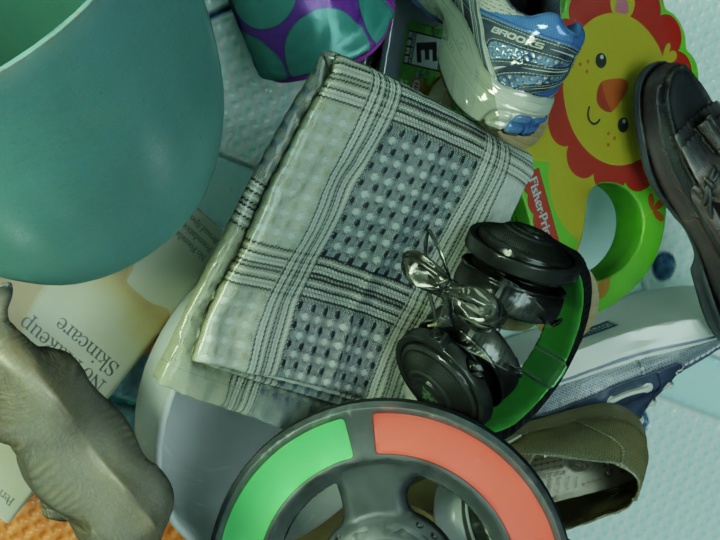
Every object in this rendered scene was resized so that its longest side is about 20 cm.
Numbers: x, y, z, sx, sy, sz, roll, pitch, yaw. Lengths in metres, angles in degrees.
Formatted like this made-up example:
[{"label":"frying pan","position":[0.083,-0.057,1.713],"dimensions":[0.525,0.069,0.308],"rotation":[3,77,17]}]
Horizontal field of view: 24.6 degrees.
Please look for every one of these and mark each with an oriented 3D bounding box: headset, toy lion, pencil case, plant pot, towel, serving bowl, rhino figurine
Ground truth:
[{"label":"headset","position":[0.078,0.033,0.899],"dimensions":[0.124,0.094,0.200],"rotation":[-58,145,-3]},{"label":"toy lion","position":[0.145,-0.080,1.045],"dimensions":[0.192,0.069,0.200],"rotation":[-27,109,-32]},{"label":"pencil case","position":[-0.050,-0.213,0.940],"dimensions":[0.092,0.085,0.200],"rotation":[-24,108,-7]},{"label":"plant pot","position":[-0.157,-0.089,0.786],"dimensions":[0.201,0.200,0.161],"rotation":[-44,138,-17]},{"label":"towel","position":[0.000,0.000,0.893],"dimensions":[0.192,0.035,0.200],"rotation":[21,99,-50]},{"label":"serving bowl","position":[-0.054,0.062,0.955],"dimensions":[0.200,0.066,0.200],"rotation":[-26,131,-34]},{"label":"rhino figurine","position":[-0.162,0.068,0.829],"dimensions":[0.060,0.087,0.200],"rotation":[-42,116,-19]}]

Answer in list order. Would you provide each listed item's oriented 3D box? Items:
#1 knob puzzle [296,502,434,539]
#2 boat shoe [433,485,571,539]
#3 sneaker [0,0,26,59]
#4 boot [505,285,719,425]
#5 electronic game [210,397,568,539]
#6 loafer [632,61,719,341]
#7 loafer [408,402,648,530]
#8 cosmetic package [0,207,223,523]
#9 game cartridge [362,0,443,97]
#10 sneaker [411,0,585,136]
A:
[{"label":"knob puzzle","position":[0.017,0.241,1.027],"dimensions":[0.219,0.030,0.220],"rotation":[0,92,1]},{"label":"boat shoe","position":[0.115,0.185,0.988],"dimensions":[0.200,0.064,0.071],"rotation":[48,34,-33]},{"label":"sneaker","position":[-0.243,-0.172,0.847],"dimensions":[0.200,0.075,0.116],"rotation":[45,77,-26]},{"label":"boot","position":[0.177,0.074,1.117],"dimensions":[0.200,0.073,0.090],"rotation":[-14,110,-18]},{"label":"electronic game","position":[0.015,0.168,0.895],"dimensions":[0.200,0.042,0.200],"rotation":[1,96,7]},{"label":"loafer","position":[0.235,-0.043,1.048],"dimensions":[0.072,0.063,0.200],"rotation":[-36,112,-33]},{"label":"loafer","position":[0.089,0.139,1.039],"dimensions":[0.200,0.067,0.076],"rotation":[-22,109,1]},{"label":"cosmetic package","position":[-0.177,0.025,0.908],"dimensions":[0.105,0.071,0.200],"rotation":[42,76,-27]},{"label":"game cartridge","position":[0.059,-0.101,1.043],"dimensions":[0.133,0.040,0.200],"rotation":[8,92,-33]},{"label":"sneaker","position":[0.077,-0.171,0.942],"dimensions":[0.077,0.200,0.085],"rotation":[8,135,-37]}]
